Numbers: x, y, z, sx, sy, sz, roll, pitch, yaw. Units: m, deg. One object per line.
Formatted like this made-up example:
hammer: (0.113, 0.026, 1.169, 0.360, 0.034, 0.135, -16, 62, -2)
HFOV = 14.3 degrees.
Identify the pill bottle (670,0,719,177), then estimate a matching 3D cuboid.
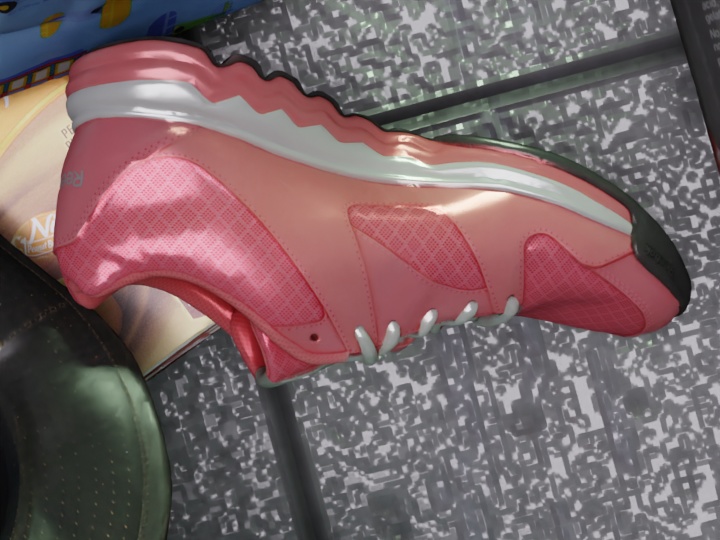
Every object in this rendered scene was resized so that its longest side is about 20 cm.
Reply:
pill bottle: (0.142, -0.100, 0.841, 0.111, 0.111, 0.200, -16, 92, 7)

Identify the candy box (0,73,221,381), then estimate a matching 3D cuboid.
candy box: (-0.136, -0.037, 0.903, 0.115, 0.055, 0.200, -36, 91, 8)

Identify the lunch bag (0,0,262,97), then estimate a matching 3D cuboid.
lunch bag: (-0.094, -0.170, 0.855, 0.150, 0.094, 0.200, -23, 76, -20)

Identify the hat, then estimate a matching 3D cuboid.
hat: (-0.157, 0.068, 0.835, 0.200, 0.081, 0.201, 5, 59, -9)

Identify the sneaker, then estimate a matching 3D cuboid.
sneaker: (0.000, 0.000, 0.860, 0.200, 0.074, 0.087, 17, 75, -12)
